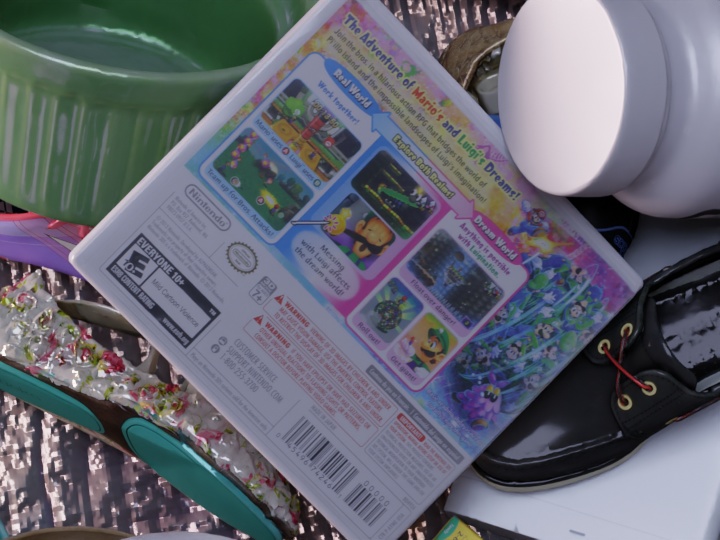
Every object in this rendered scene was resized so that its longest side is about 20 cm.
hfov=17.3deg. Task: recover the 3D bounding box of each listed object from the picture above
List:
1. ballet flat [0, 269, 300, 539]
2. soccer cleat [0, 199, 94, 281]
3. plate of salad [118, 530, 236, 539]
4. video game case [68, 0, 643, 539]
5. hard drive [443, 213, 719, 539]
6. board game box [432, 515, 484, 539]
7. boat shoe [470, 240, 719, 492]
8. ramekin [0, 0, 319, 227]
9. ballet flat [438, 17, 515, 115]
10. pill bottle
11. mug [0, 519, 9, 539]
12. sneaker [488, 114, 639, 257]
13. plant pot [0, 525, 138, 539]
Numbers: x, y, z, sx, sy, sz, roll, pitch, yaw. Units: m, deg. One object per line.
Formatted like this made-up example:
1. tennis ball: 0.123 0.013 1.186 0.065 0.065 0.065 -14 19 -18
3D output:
1. ballet flat: -0.105 0.060 1.157 0.199 0.076 0.064 30 68 11
2. soccer cleat: -0.123 -0.024 1.183 0.199 0.077 0.067 14 72 9
3. plate of salad: -0.075 0.213 1.035 0.199 0.048 0.202 5 74 -18
4. video game case: 0.000 0.000 1.077 0.182 0.024 0.200 -45 100 -3
5. hard drive: 0.134 0.044 1.157 0.131 0.026 0.201 16 77 15
6. board game box: 0.089 0.216 1.113 0.200 0.030 0.096 40 78 13
7. boat shoe: 0.136 0.039 1.113 0.200 0.063 0.074 -27 72 3
8. ramekin: -0.123 -0.108 1.158 0.199 0.098 0.201 10 35 -7
9. ballet flat: 0.131 -0.112 1.170 0.199 0.065 0.071 -24 114 14
10. pill bottle: 0.171 -0.082 1.085 0.199 0.116 0.117 -1 67 -33
11. mug: -0.235 0.165 1.101 0.185 0.114 0.152 43 66 -18
12. sneaker: 0.039 -0.033 1.160 0.199 0.070 0.078 4 69 26
13. plant pot: -0.128 0.216 1.055 0.199 0.027 0.202 5 75 -18
